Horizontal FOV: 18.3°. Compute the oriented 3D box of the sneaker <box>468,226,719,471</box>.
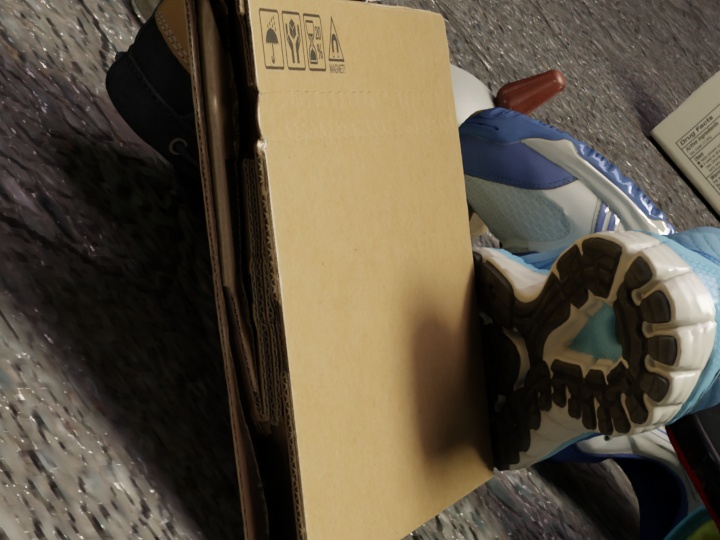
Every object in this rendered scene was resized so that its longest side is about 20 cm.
[{"bbox_3d":[0.093,0.025,0.761,0.200,0.089,0.079,175,-92,-71],"label":"sneaker"}]

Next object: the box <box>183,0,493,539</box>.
[{"bbox_3d":[0.000,0.000,0.681,0.200,0.021,0.165,-14,98,-73],"label":"box"}]

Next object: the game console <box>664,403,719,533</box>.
[{"bbox_3d":[0.229,0.094,0.779,0.199,0.119,0.173,16,39,-47],"label":"game console"}]

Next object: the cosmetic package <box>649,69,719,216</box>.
[{"bbox_3d":[0.316,-0.059,1.634,0.200,0.103,0.087,51,15,5],"label":"cosmetic package"}]

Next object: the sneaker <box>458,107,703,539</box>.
[{"bbox_3d":[0.093,0.029,0.870,0.200,0.088,0.075,49,-13,-9],"label":"sneaker"}]

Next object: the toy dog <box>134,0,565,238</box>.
[{"bbox_3d":[0.007,-0.096,0.929,0.200,0.096,0.132,43,17,-18],"label":"toy dog"}]

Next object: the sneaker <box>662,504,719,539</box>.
[{"bbox_3d":[0.176,0.147,0.843,0.200,0.079,0.131,22,32,-58],"label":"sneaker"}]

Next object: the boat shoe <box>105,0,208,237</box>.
[{"bbox_3d":[-0.030,-0.036,0.766,0.075,0.062,0.200,54,2,27],"label":"boat shoe"}]
